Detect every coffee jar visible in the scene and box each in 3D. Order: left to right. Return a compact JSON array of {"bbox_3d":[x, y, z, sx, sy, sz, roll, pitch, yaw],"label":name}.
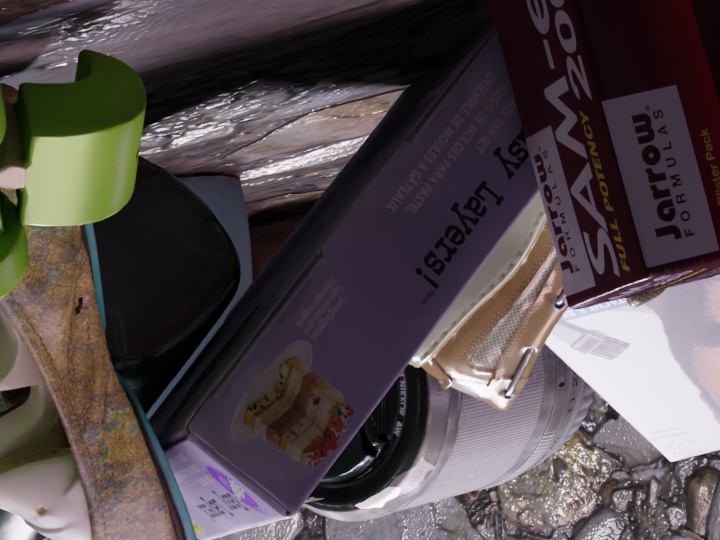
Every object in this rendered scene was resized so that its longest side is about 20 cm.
[{"bbox_3d":[-0.130,0.050,1.021,0.200,0.085,0.104,-52,175,41],"label":"coffee jar"}]

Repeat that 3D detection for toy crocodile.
[{"bbox_3d":[-0.155,-0.023,0.747,0.199,0.062,0.068,-12,136,-7],"label":"toy crocodile"}]

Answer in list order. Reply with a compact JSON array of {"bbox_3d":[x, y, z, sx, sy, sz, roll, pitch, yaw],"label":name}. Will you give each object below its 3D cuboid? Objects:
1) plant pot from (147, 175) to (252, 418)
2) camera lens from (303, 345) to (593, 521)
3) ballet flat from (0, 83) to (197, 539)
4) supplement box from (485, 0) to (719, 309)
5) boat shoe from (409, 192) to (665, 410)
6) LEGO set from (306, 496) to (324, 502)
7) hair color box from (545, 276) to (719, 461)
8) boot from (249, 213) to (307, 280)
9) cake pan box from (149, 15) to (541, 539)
[{"bbox_3d":[-0.132,0.050,1.188,0.199,0.136,0.200,-15,175,-1],"label":"plant pot"},{"bbox_3d":[0.033,0.061,1.657,0.159,0.161,0.200,-18,174,37],"label":"camera lens"},{"bbox_3d":[-0.104,0.035,0.857,0.070,0.201,0.071,-9,-144,6],"label":"ballet flat"},{"bbox_3d":[0.150,-0.064,0.875,0.199,0.110,0.061,-14,175,-22],"label":"supplement box"},{"bbox_3d":[0.088,-0.020,1.029,0.200,0.076,0.072,-50,-176,42],"label":"boat shoe"},{"bbox_3d":[-0.109,0.098,1.341,0.199,0.116,0.154,-11,160,-17],"label":"LEGO set"},{"bbox_3d":[0.126,-0.003,1.146,0.110,0.064,0.200,-18,138,34],"label":"hair color box"},{"bbox_3d":[-0.100,0.021,1.420,0.199,0.065,0.186,-18,174,-6],"label":"boot"},{"bbox_3d":[0.000,0.000,0.948,0.200,0.052,0.184,-53,-173,-15],"label":"cake pan box"}]
